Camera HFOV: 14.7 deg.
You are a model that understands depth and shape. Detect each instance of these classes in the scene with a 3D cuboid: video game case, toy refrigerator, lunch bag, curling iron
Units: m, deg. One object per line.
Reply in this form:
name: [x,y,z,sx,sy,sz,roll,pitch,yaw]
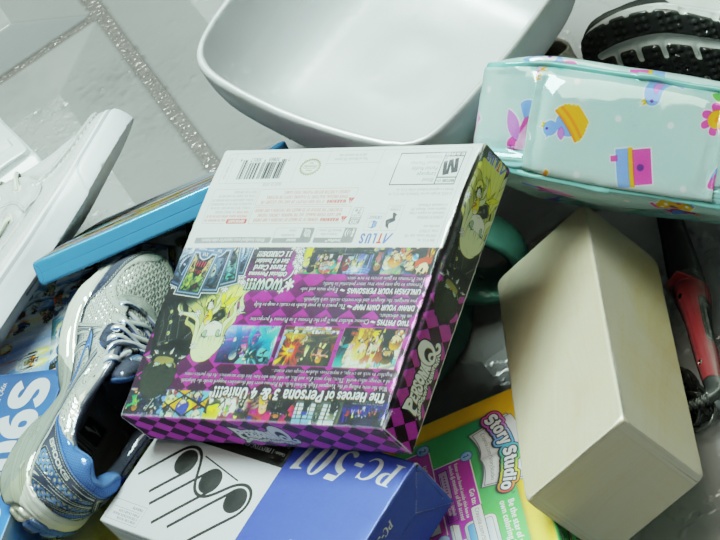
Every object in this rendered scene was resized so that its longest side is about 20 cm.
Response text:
video game case: [-0.027,0.013,1.581,0.199,0.036,0.182,0,60,40]
toy refrigerator: [0.133,0.060,1.562,0.076,0.070,0.200,-43,27,24]
lunch bag: [0.173,-0.069,1.615,0.199,0.160,0.078,11,88,18]
curling iron: [0.184,0.017,1.633,0.049,0.026,0.201,-19,41,18]
video game case: [-0.124,-0.039,1.805,0.143,0.018,0.200,-23,5,10]

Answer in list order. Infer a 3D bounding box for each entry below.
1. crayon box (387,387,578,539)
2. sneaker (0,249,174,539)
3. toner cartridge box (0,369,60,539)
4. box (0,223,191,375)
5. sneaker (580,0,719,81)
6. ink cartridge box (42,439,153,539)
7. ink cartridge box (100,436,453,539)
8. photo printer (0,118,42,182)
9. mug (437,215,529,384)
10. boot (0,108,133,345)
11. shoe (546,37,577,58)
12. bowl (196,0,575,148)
crayon box: [0.061,0.167,1.531,0.118,0.058,0.200,-24,40,9]
sneaker: [-0.141,0.068,1.670,0.085,0.077,0.201,-28,36,46]
toner cartridge box: [-0.234,0.152,1.681,0.095,0.043,0.201,-9,45,28]
box: [-0.191,0.058,1.817,0.199,0.040,0.137,-21,40,12]
sneaker: [0.237,-0.155,1.756,0.199,0.074,0.080,-8,30,19]
ink cartridge box: [-0.130,0.176,1.656,0.200,0.047,0.198,-36,39,-2]
ink cartridge box: [-0.050,0.135,1.563,0.199,0.044,0.094,14,63,46]
photo printer: [-0.304,-0.019,1.917,0.200,0.070,0.166,-37,22,-7]
mug: [-0.009,-0.001,1.704,0.185,0.115,0.152,-39,40,-8]
boot: [-0.235,-0.040,1.811,0.095,0.074,0.200,32,75,1]
shoe: [0.080,-0.147,1.845,0.200,0.053,0.070,23,64,44]
bowl: [0.022,-0.143,1.716,0.199,0.075,0.200,25,64,32]
